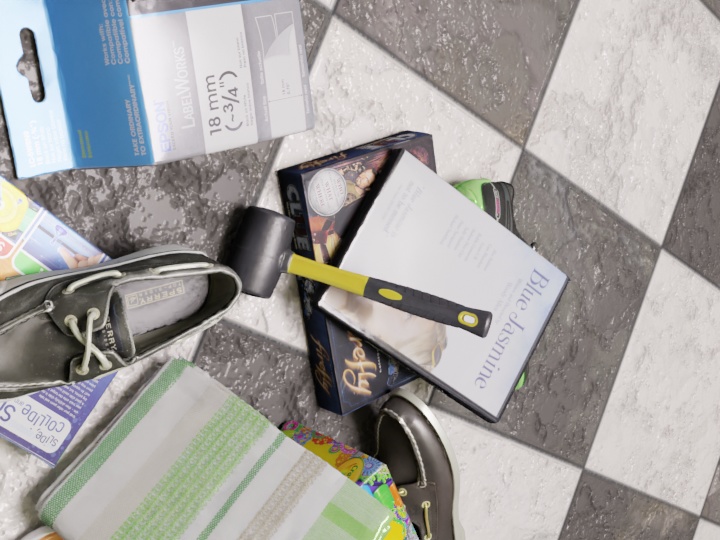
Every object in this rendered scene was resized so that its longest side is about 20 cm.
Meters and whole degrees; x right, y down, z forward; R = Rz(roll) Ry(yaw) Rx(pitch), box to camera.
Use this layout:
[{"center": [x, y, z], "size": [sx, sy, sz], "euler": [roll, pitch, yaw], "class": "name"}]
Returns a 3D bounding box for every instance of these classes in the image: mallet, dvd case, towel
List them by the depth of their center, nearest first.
[{"center": [-0.097, 0.165, 0.713], "size": [0.149, 0.200, 0.031], "euler": [-49, 162, -23], "class": "towel"}, {"center": [0.000, 0.000, 0.770], "size": [0.041, 0.199, 0.066], "euler": [22, 78, -79], "class": "mallet"}, {"center": [0.070, 0.016, 0.852], "size": [0.200, 0.018, 0.143], "euler": [35, 76, -25], "class": "dvd case"}]

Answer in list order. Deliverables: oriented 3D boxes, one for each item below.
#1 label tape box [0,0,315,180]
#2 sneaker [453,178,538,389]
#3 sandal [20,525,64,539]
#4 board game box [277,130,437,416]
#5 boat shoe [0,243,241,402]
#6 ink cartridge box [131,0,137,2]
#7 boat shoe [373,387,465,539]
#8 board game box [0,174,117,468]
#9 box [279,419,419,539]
[{"center": [-0.133, -0.145, 0.698], "size": [0.200, 0.063, 0.145], "euler": [-19, 109, -36], "class": "label tape box"}, {"center": [0.126, 0.014, 0.933], "size": [0.084, 0.077, 0.201], "euler": [-23, 113, -30], "class": "sneaker"}, {"center": [-0.237, 0.268, 0.694], "size": [0.207, 0.059, 0.079], "euler": [-54, 127, -18], "class": "sandal"}, {"center": [0.012, 0.000, 0.863], "size": [0.135, 0.035, 0.201], "euler": [-22, 112, -34], "class": "board game box"}, {"center": [-0.167, 0.031, 0.656], "size": [0.200, 0.064, 0.071], "euler": [-24, 114, -33], "class": "boat shoe"}, {"center": [-0.139, -0.272, 0.612], "size": [0.175, 0.084, 0.200], "euler": [-33, 94, -30], "class": "ink cartridge box"}, {"center": [0.043, 0.190, 0.893], "size": [0.061, 0.072, 0.202], "euler": [-34, 127, -29], "class": "boat shoe"}, {"center": [-0.235, 0.018, 0.663], "size": [0.200, 0.034, 0.136], "euler": [43, 72, -36], "class": "board game box"}, {"center": [-0.055, 0.260, 0.803], "size": [0.200, 0.122, 0.193], "euler": [-39, 121, -27], "class": "box"}]
